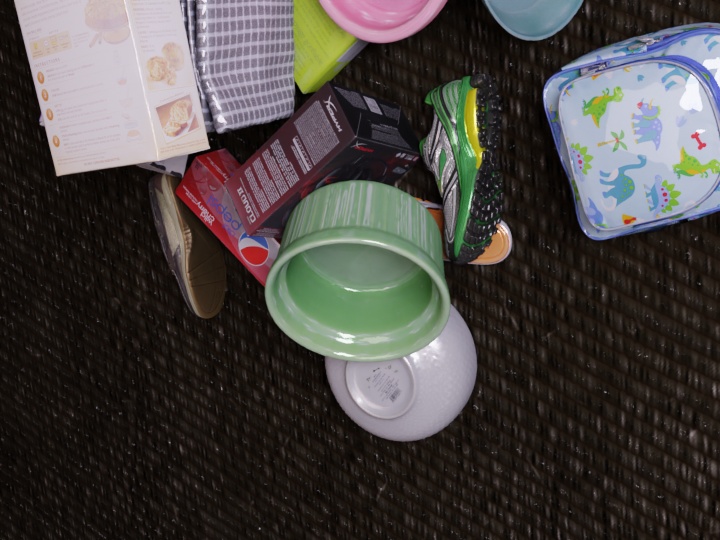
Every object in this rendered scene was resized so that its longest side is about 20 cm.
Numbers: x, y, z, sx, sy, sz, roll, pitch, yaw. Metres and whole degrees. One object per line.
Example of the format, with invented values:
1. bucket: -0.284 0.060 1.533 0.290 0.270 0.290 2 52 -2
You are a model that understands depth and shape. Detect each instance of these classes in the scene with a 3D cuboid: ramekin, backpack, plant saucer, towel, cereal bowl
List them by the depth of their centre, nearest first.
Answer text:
1. plant saucer: 0.156 -0.322 0.765 0.036 0.197 0.206 18 114 46
2. backpack: 0.286 -0.130 0.770 0.196 0.147 0.187 -15 100 25
3. plant saucer: 0.026 -0.335 0.814 0.197 0.050 0.206 18 119 36
4. towel: -0.133 -0.234 0.859 0.083 0.200 0.170 9 110 20
5. ramekin: 0.000 0.000 0.878 0.194 0.099 0.203 4 139 3
6. cereal bowl: 0.039 0.118 0.996 0.195 0.083 0.206 7 106 24

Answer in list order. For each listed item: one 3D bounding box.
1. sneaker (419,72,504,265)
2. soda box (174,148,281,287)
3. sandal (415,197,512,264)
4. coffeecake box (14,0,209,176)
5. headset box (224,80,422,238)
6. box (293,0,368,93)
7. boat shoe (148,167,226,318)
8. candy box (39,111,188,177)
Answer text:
1. sneaker: 0.109 -0.108 0.901 0.084 0.077 0.206 0 87 36
2. soda box: -0.139 -0.059 1.036 0.200 0.070 0.064 45 120 7
3. sandal: 0.072 -0.043 0.946 0.202 0.059 0.081 5 107 24
4. coffeecake box: -0.237 -0.202 0.768 0.150 0.073 0.205 -1 105 34
5. headset box: -0.046 -0.109 0.927 0.199 0.147 0.076 -38 69 28
6. box: -0.024 -0.313 0.922 0.199 0.048 0.123 -37 87 30
7. boat shoe: -0.233 -0.036 1.095 0.064 0.073 0.206 -5 99 37
8. candy box: -0.260 -0.217 0.951 0.070 0.199 0.172 15 89 19
